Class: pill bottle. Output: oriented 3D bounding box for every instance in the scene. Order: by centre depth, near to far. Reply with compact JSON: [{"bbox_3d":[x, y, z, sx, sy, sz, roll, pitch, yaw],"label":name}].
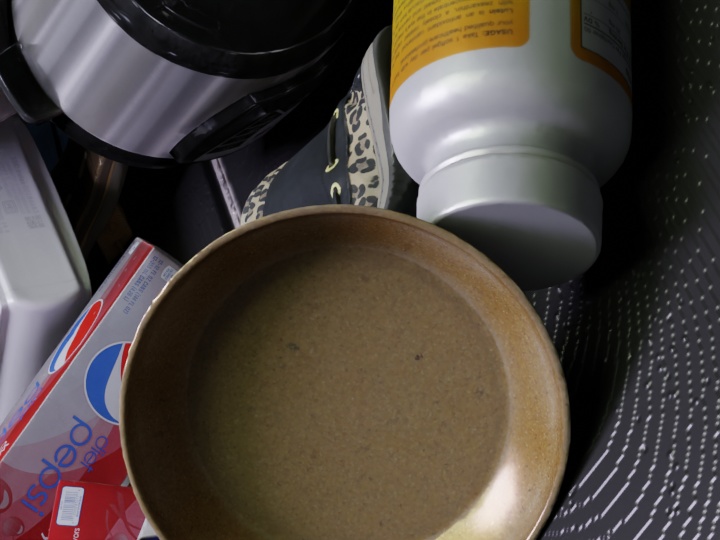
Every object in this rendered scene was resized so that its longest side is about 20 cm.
[{"bbox_3d":[0.069,-0.097,1.131,0.111,0.111,0.201,-32,46,46],"label":"pill bottle"}]

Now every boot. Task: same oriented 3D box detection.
[{"bbox_3d":[0.001,0.000,1.230,0.154,0.073,0.205,-42,43,48],"label":"boot"}]

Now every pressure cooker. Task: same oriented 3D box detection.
[{"bbox_3d":[-0.102,-0.155,1.373,0.200,0.175,0.180,140,141,-59],"label":"pressure cooker"}]

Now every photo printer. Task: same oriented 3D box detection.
[{"bbox_3d":[-0.222,0.028,1.499,0.201,0.069,0.167,106,146,-44],"label":"photo printer"}]

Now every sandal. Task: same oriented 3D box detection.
[{"bbox_3d":[-0.162,-0.043,1.524,0.201,0.054,0.081,-61,38,30],"label":"sandal"}]

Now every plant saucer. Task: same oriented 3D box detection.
[{"bbox_3d":[-0.007,0.063,1.098,0.201,0.199,0.035,-59,6,17],"label":"plant saucer"}]

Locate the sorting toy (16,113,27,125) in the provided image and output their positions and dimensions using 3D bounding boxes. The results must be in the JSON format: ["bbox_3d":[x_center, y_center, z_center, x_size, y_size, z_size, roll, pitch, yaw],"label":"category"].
[{"bbox_3d":[-0.290,-0.048,1.575,0.201,0.106,0.180,-63,7,6],"label":"sorting toy"}]

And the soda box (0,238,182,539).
[{"bbox_3d":[-0.151,0.082,1.355,0.201,0.063,0.070,-55,15,-3],"label":"soda box"}]

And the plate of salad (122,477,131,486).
[{"bbox_3d":[-0.141,0.184,1.360,0.200,0.048,0.201,-35,45,44],"label":"plate of salad"}]

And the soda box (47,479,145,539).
[{"bbox_3d":[-0.133,0.209,1.219,0.070,0.063,0.201,90,-173,-59],"label":"soda box"}]

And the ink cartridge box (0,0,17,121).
[{"bbox_3d":[-0.229,-0.168,1.435,0.083,0.200,0.146,-4,108,23],"label":"ink cartridge box"}]

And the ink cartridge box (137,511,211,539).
[{"bbox_3d":[-0.081,0.132,1.195,0.200,0.037,0.095,-70,-15,-61],"label":"ink cartridge box"}]

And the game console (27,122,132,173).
[{"bbox_3d":[-0.201,-0.095,1.647,0.177,0.031,0.201,-53,34,25],"label":"game console"}]
